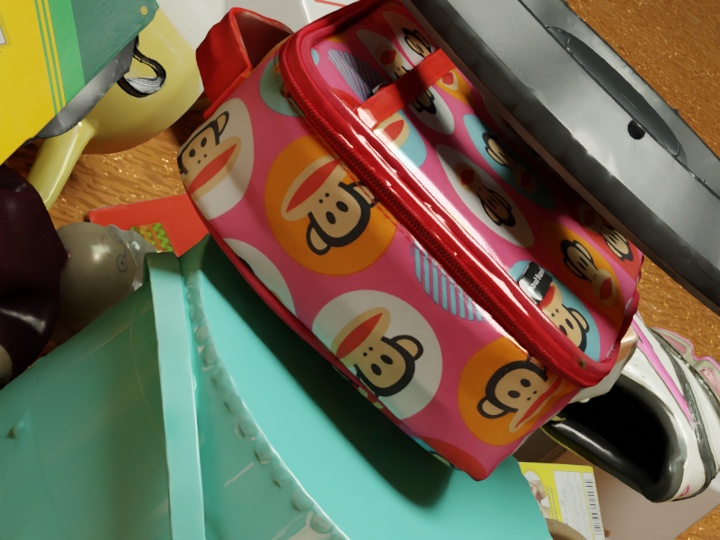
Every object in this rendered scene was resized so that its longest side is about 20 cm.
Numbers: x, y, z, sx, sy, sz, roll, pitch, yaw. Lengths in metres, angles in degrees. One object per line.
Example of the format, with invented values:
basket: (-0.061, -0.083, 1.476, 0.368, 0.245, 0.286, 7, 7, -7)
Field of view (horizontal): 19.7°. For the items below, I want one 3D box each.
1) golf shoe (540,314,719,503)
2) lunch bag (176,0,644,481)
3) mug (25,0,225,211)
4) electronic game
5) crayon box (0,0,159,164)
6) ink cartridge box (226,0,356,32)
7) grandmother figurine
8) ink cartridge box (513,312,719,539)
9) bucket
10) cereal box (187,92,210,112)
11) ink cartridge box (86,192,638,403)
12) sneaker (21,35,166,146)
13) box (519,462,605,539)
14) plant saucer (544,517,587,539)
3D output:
golf shoe: (0.093, 0.029, 0.981, 0.200, 0.073, 0.092, 40, 26, 11)
lunch bag: (0.015, -0.027, 0.730, 0.176, 0.082, 0.200, 45, 17, -1)
mug: (-0.148, -0.115, 0.893, 0.149, 0.187, 0.153, 23, -18, 51)
electronic game: (0.080, -0.051, 0.724, 0.200, 0.042, 0.200, 41, 14, -12)
crayon box: (-0.167, -0.069, 0.642, 0.200, 0.058, 0.119, -50, 121, -31)
ink cartridge box: (-0.021, -0.090, 1.071, 0.116, 0.067, 0.201, -2, 75, -65)
grandmother figurine: (-0.148, -0.010, 0.771, 0.200, 0.060, 0.122, 19, 60, -51)
ink cartridge box: (0.101, 0.052, 1.137, 0.145, 0.084, 0.200, 28, 31, -45)
bucket: (-0.038, 0.090, 0.712, 0.207, 0.135, 0.207, 42, 20, -19)
cereal box: (-0.110, -0.201, 1.072, 0.144, 0.039, 0.201, 35, 50, -50)
ink cartridge box: (0.000, 0.000, 0.916, 0.199, 0.050, 0.163, -11, 56, -26)
sneaker: (-0.154, -0.097, 0.742, 0.199, 0.075, 0.114, -10, 96, -34)
box: (0.052, 0.141, 0.878, 0.200, 0.048, 0.118, 16, 63, -62)
plant saucer: (0.076, 0.199, 0.815, 0.200, 0.029, 0.201, 39, 45, -52)
